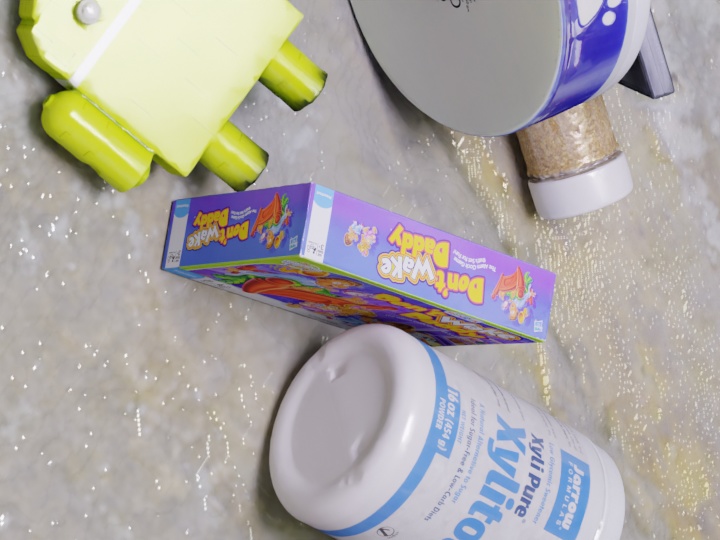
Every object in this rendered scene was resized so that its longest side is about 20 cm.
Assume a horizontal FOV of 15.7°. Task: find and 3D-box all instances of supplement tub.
[{"bbox_3d":[0.054,0.128,1.624,0.200,0.132,0.133,29,69,-35],"label":"supplement tub"}]

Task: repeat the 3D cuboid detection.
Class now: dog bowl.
[{"bbox_3d":[0.081,-0.187,1.621,0.079,0.200,0.201,-26,104,-36],"label":"dog bowl"}]

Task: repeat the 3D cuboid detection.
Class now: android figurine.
[{"bbox_3d":[-0.116,-0.141,1.526,0.200,0.041,0.182,42,80,-24],"label":"android figurine"}]

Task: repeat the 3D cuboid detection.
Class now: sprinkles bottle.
[{"bbox_3d":[0.122,-0.137,1.739,0.068,0.068,0.201,-27,104,-38],"label":"sprinkles bottle"}]

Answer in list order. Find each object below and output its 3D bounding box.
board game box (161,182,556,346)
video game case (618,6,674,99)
[{"bbox_3d":[0.000,0.000,1.584,0.199,0.134,0.045,19,75,-38],"label":"board game box"},{"bbox_3d":[0.152,-0.191,1.700,0.019,0.200,0.144,-19,102,-3],"label":"video game case"}]
